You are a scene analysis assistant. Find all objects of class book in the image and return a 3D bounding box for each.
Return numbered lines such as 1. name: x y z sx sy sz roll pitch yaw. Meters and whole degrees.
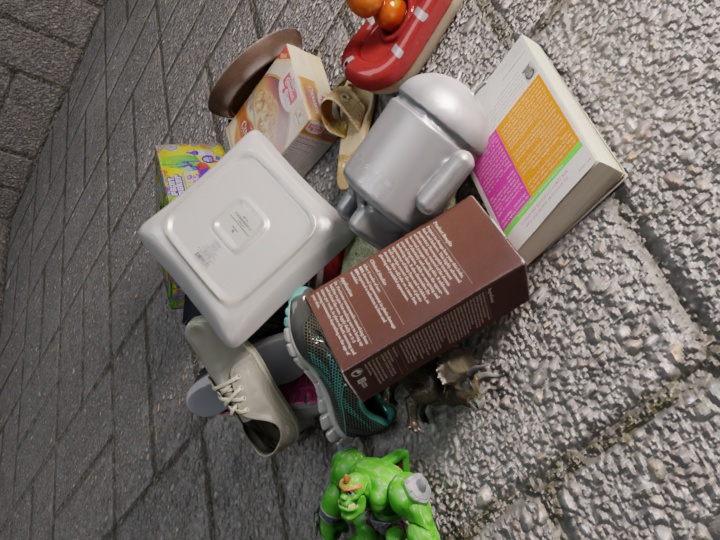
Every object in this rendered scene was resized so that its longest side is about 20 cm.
1. book: 0.167 -0.126 0.698 0.134 0.047 0.203 -49 42 36

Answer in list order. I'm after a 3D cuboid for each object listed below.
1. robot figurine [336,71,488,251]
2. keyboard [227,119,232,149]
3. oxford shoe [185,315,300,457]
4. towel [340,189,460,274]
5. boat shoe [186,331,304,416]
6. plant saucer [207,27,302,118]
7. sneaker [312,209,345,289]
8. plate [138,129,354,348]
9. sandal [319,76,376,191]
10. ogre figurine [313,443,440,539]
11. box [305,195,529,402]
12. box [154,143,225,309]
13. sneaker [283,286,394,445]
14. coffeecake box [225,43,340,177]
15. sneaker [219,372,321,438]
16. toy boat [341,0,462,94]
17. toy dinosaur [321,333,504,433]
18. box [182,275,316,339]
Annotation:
1. robot figurine: 0.058 -0.119 0.715 0.202 0.112 0.170 -54 38 10
2. keyboard: -0.219 -0.156 1.183 0.105 0.039 0.204 82 175 -59
3. oxford shoe: -0.145 0.142 0.820 0.074 0.202 0.058 -26 13 33
4. towel: 0.047 -0.049 0.792 0.145 0.036 0.206 -1 72 25
5. boat shoe: -0.142 0.123 0.892 0.198 0.070 0.067 -32 30 17
6. plant saucer: -0.167 -0.319 1.135 0.032 0.199 0.200 50 127 3
7. sneaker: 0.000 0.000 0.850 0.114 0.077 0.205 -31 63 35
8. plate: -0.139 -0.048 0.796 0.199 0.032 0.200 -42 73 -8
9. sandal: -0.026 -0.220 0.968 0.077 0.069 0.217 -20 61 45
10. ogre figurine: 0.018 0.258 0.719 0.199 0.096 0.124 -168 75 -69
11. box: 0.055 0.026 0.665 0.197 0.075 0.101 -31 52 -1
12. box: -0.280 -0.079 1.162 0.202 0.119 0.196 -117 30 -43
13. sneaker: -0.018 0.106 0.782 0.089 0.204 0.078 -11 22 32
14. coffeecake box: -0.127 -0.227 1.092 0.199 0.072 0.157 -41 55 37
15. sneaker: -0.092 0.180 0.910 0.196 0.089 0.082 -14 34 30
16. toy boat: 0.033 -0.335 0.882 0.202 0.129 0.132 -55 40 24
17. toy dinosaur: 0.052 0.101 0.718 0.198 0.076 0.104 30 100 28
18. box: -0.123 0.009 0.903 0.103 0.197 0.152 -19 61 43
